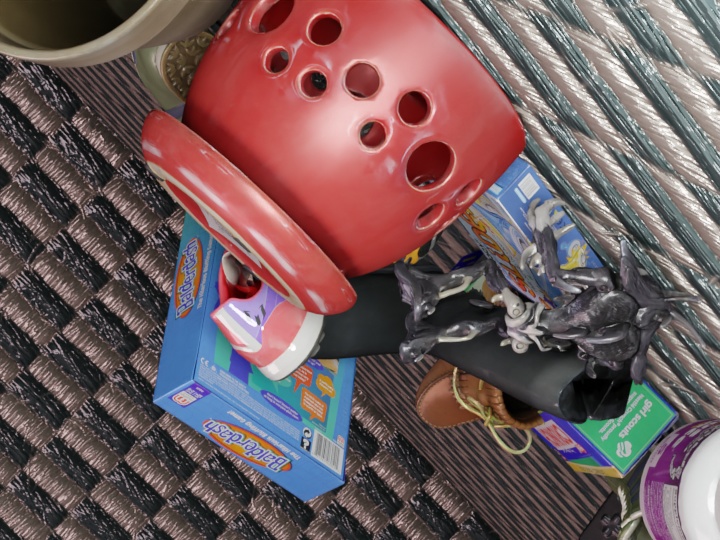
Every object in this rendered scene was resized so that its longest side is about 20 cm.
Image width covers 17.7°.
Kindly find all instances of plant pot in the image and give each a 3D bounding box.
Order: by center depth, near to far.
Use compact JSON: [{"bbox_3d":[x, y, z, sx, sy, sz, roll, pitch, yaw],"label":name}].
[{"bbox_3d":[-0.022,-0.083,1.466,0.200,0.183,0.200,40,173,6],"label":"plant pot"},{"bbox_3d":[-0.158,-0.222,1.499,0.200,0.200,0.173,41,-169,19],"label":"plant pot"}]

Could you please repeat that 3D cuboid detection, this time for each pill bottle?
[{"bbox_3d":[0.260,0.154,1.552,0.112,0.112,0.200,44,173,-2],"label":"pill bottle"}]

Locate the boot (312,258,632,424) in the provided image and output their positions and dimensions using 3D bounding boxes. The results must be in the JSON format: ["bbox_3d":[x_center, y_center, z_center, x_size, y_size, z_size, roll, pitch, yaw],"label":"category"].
[{"bbox_3d":[0.070,0.058,1.613,0.200,0.164,0.066,30,123,34],"label":"boot"}]

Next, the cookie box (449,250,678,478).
[{"bbox_3d":[0.149,0.076,1.897,0.200,0.075,0.171,43,172,-3],"label":"cookie box"}]

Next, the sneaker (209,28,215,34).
[{"bbox_3d":[-0.093,-0.174,1.795,0.200,0.074,0.082,48,178,3],"label":"sneaker"}]

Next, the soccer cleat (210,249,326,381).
[{"bbox_3d":[-0.061,-0.010,1.590,0.073,0.068,0.200,39,-149,-24],"label":"soccer cleat"}]

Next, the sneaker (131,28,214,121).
[{"bbox_3d":[-0.111,-0.129,1.693,0.090,0.067,0.200,46,173,40],"label":"sneaker"}]

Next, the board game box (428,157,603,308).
[{"bbox_3d":[0.111,-0.030,1.625,0.135,0.034,0.200,37,171,47],"label":"board game box"}]

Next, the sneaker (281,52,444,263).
[{"bbox_3d":[-0.003,-0.087,1.650,0.078,0.077,0.200,-28,117,38],"label":"sneaker"}]

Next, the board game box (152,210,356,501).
[{"bbox_3d":[-0.068,0.044,1.658,0.152,0.045,0.201,37,-138,-31],"label":"board game box"}]

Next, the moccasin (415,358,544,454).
[{"bbox_3d":[0.119,0.090,1.757,0.201,0.078,0.074,-15,136,39],"label":"moccasin"}]

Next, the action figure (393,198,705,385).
[{"bbox_3d":[0.124,0.013,1.501,0.199,0.102,0.119,-1,133,12],"label":"action figure"}]

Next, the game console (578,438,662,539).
[{"bbox_3d":[0.288,0.253,2.042,0.200,0.176,0.116,42,-158,21],"label":"game console"}]

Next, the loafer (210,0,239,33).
[{"bbox_3d":[-0.073,-0.190,1.694,0.200,0.063,0.072,51,-162,-25],"label":"loafer"}]

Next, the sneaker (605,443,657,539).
[{"bbox_3d":[0.240,0.198,1.910,0.067,0.090,0.200,56,163,-21],"label":"sneaker"}]
